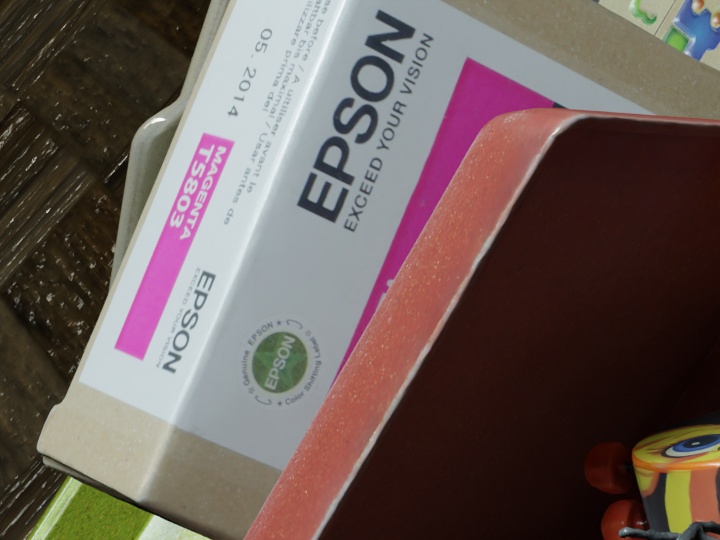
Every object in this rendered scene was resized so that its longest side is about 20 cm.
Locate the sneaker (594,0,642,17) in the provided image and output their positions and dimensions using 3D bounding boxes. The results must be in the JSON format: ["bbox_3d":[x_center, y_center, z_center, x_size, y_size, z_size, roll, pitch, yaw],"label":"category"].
[{"bbox_3d":[0.165,-0.108,1.063,0.200,0.074,0.087,-33,-11,11],"label":"sneaker"}]

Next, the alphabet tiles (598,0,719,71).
[{"bbox_3d":[0.106,-0.020,0.993,0.200,0.006,0.166,-60,42,16],"label":"alphabet tiles"}]

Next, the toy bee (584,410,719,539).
[{"bbox_3d":[0.117,0.046,0.803,0.109,0.200,0.131,-2,86,53],"label":"toy bee"}]

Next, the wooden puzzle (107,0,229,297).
[{"bbox_3d":[-0.060,-0.041,1.280,0.200,0.046,0.185,-70,-6,-52],"label":"wooden puzzle"}]

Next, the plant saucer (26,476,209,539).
[{"bbox_3d":[-0.091,0.117,1.145,0.200,0.048,0.200,-58,17,-20],"label":"plant saucer"}]

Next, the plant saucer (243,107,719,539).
[{"bbox_3d":[0.056,0.033,0.835,0.037,0.199,0.200,43,116,31],"label":"plant saucer"}]

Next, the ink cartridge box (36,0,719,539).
[{"bbox_3d":[0.017,0.001,0.934,0.075,0.165,0.200,18,85,59],"label":"ink cartridge box"}]
